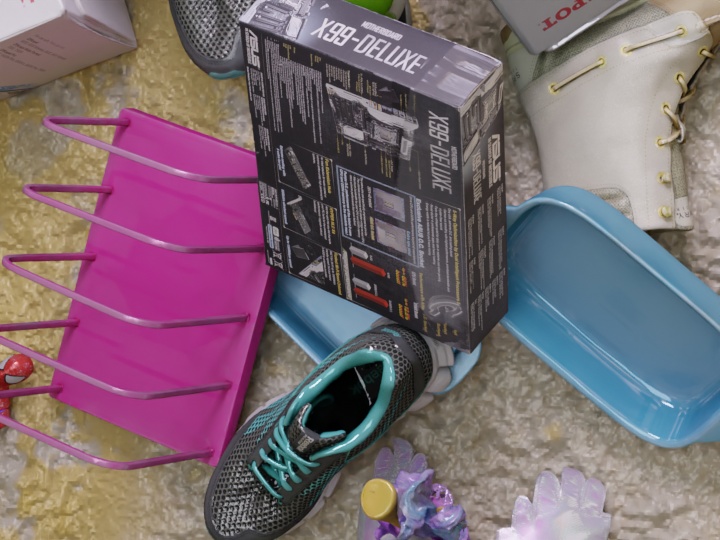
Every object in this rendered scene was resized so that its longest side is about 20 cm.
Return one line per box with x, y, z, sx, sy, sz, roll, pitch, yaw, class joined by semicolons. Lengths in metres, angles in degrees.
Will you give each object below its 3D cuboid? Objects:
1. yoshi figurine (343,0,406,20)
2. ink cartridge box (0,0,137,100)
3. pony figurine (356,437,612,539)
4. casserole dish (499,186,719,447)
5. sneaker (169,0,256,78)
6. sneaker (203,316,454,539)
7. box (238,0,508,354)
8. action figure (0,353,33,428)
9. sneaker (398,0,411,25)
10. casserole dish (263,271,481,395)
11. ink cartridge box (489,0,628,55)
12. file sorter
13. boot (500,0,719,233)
0.017;-0.150;1.647;0.112;0.112;0.201;28;139;21;yoshi figurine
-0.273;-0.188;1.758;0.199;0.145;0.148;-19;82;13;ink cartridge box
0.051;0.193;1.648;0.166;0.200;0.194;6;73;22;pony figurine
0.158;0.024;1.645;0.200;0.039;0.121;39;138;0;casserole dish
-0.102;-0.225;1.735;0.077;0.091;0.201;-7;85;15;sneaker
-0.033;0.100;1.672;0.078;0.091;0.200;46;106;9;sneaker
0.010;-0.061;1.607;0.157;0.201;0.050;23;49;27;box
-0.308;0.108;1.780;0.199;0.099;0.065;-30;81;9;action figure
-0.025;-0.209;1.713;0.074;0.106;0.201;-15;84;13;sneaker
0.000;0.000;1.731;0.200;0.039;0.121;44;99;14;casserole dish
0.108;-0.243;1.594;0.145;0.200;0.084;-33;49;8;ink cartridge box
-0.148;0.012;1.699;0.139;0.125;0.201;21;102;27;file sorter
0.195;-0.102;1.668;0.199;0.072;0.155;-13;83;19;boot
